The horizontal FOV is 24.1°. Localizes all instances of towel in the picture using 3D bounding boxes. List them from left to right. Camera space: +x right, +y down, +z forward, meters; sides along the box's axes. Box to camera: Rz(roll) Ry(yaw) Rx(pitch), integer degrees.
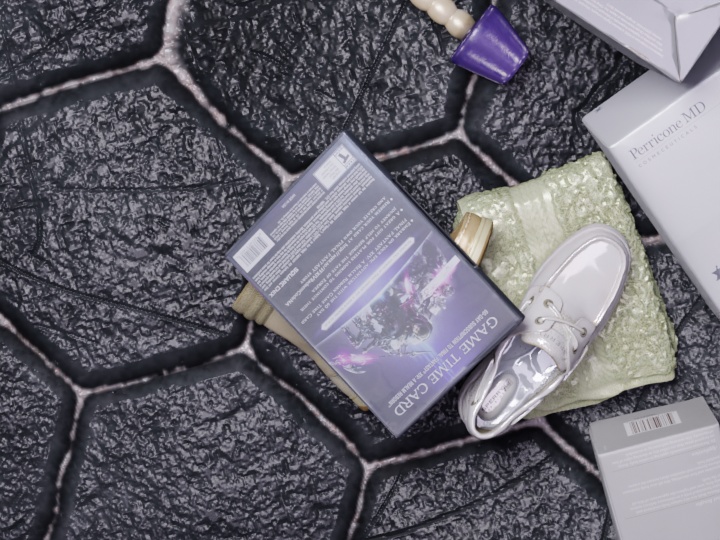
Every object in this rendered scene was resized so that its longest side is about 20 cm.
[{"bbox_3d":[0.171,0.015,1.385,0.148,0.036,0.201,-19,99,5],"label":"towel"}]

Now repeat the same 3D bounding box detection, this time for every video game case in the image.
[{"bbox_3d":[0.009,0.012,1.313,0.200,0.019,0.143,46,108,1],"label":"video game case"}]

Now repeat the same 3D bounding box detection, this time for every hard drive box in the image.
[{"bbox_3d":[0.182,-0.218,1.258,0.155,0.200,0.077,33,100,-5],"label":"hard drive box"}]

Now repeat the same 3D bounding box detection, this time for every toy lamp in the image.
[{"bbox_3d":[0.047,-0.222,1.337,0.200,0.058,0.058,39,100,-4],"label":"toy lamp"}]

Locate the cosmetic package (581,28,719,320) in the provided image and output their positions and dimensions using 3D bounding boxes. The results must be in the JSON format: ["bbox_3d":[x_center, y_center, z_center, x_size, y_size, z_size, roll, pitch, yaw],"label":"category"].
[{"bbox_3d":[0.314,-0.087,1.305,0.199,0.123,0.200,-36,103,7],"label":"cosmetic package"}]

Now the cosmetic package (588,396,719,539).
[{"bbox_3d":[0.265,0.219,1.395,0.106,0.090,0.201,-14,102,5],"label":"cosmetic package"}]

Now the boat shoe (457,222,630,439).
[{"bbox_3d":[0.151,0.055,1.339,0.071,0.069,0.201,33,99,-4],"label":"boat shoe"}]

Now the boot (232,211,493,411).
[{"bbox_3d":[0.000,0.000,1.358,0.155,0.073,0.200,36,120,-2],"label":"boot"}]
